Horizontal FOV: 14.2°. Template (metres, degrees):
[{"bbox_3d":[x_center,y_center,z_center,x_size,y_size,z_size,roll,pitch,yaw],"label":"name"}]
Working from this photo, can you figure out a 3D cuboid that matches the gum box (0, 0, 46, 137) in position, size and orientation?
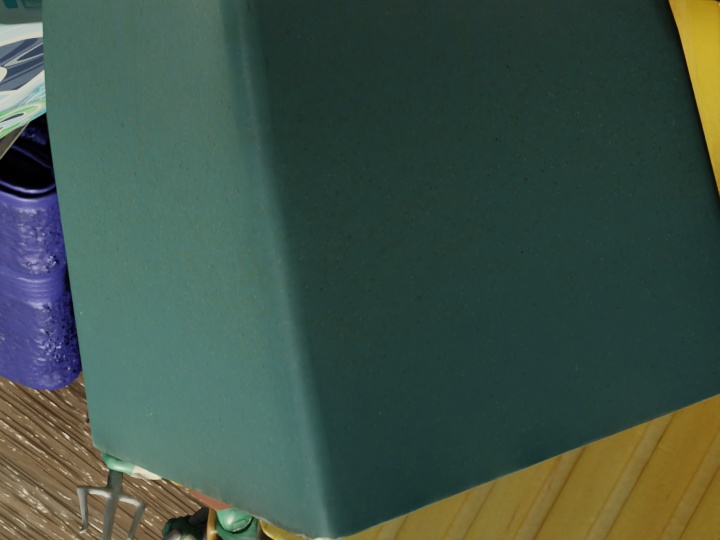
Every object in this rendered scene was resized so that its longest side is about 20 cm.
[{"bbox_3d":[-0.165,-0.058,0.911,0.170,0.200,0.045,-28,85,24],"label":"gum box"}]

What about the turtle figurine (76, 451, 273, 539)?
[{"bbox_3d":[-0.054,0.089,1.248,0.100,0.200,0.150,17,152,8],"label":"turtle figurine"}]

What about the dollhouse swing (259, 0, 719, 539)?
[{"bbox_3d":[0.050,0.008,0.897,0.200,0.176,0.182,28,160,26],"label":"dollhouse swing"}]

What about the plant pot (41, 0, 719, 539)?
[{"bbox_3d":[-0.003,-0.056,0.771,0.141,0.141,0.201,13,117,60],"label":"plant pot"}]

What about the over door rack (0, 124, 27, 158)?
[{"bbox_3d":[-0.092,-0.055,1.020,0.147,0.200,0.067,-5,140,39],"label":"over door rack"}]

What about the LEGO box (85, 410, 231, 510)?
[{"bbox_3d":[0.000,0.000,1.111,0.077,0.149,0.200,36,149,-28],"label":"LEGO box"}]

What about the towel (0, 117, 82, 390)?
[{"bbox_3d":[-0.191,-0.027,1.307,0.147,0.050,0.200,24,153,9],"label":"towel"}]
